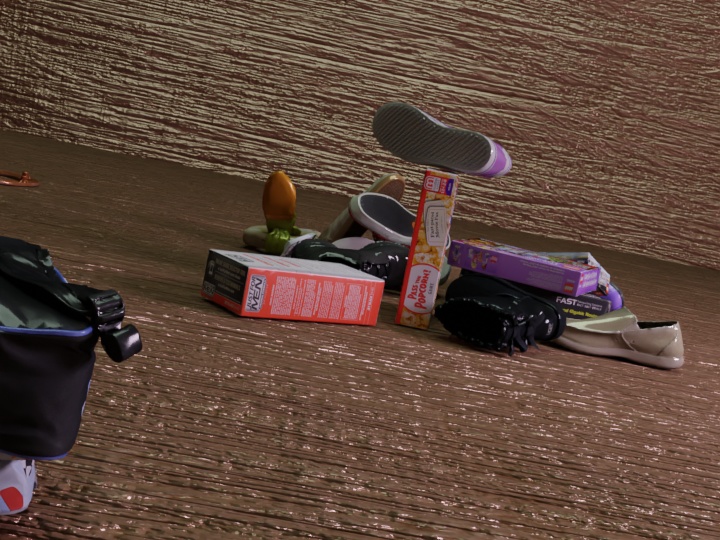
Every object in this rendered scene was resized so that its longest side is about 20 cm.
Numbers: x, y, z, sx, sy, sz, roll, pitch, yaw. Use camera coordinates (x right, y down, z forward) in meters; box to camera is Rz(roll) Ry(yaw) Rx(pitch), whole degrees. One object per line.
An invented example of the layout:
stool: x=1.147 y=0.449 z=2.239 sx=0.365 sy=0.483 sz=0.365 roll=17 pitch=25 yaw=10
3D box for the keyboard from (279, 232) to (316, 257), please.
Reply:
keyboard: x=-0.102 y=-0.028 z=1.671 sx=0.011 sy=0.056 sz=0.200 roll=32 pitch=9 yaw=4

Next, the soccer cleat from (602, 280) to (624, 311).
soccer cleat: x=0.371 y=0.037 z=1.918 sx=0.073 sy=0.069 sz=0.199 roll=-26 pitch=34 yaw=-37

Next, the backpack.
backpack: x=-0.240 y=0.041 z=0.597 sx=0.199 sy=0.155 sz=0.191 roll=15 pitch=14 yaw=-22

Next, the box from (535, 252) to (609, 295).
box: x=0.295 y=0.006 z=1.783 sx=0.199 sy=0.040 sz=0.137 roll=1 pitch=-14 yaw=28

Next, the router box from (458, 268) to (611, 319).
router box: x=0.257 y=0.045 z=1.638 sx=0.199 sy=0.063 sz=0.150 roll=11 pitch=7 yaw=-7

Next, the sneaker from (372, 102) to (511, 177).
sneaker: x=0.116 y=-0.172 z=1.510 sx=0.200 sy=0.073 sz=0.114 roll=27 pitch=11 yaw=28

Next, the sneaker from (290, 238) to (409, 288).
sneaker: x=0.000 y=0.000 z=1.604 sx=0.199 sy=0.076 sz=0.091 roll=-1 pitch=17 yaw=-16

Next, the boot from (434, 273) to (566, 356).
boot: x=0.155 y=0.054 z=1.409 sx=0.198 sy=0.074 sz=0.162 roll=18 pitch=13 yaw=38

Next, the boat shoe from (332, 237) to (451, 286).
boat shoe: x=0.044 y=-0.007 z=1.718 sx=0.199 sy=0.072 sz=0.069 roll=1 pitch=-22 yaw=4

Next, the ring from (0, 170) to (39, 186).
ring: x=-0.717 y=-0.190 z=2.081 sx=0.199 sy=0.019 sz=0.200 roll=11 pitch=8 yaw=-2

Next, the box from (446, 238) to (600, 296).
box: x=0.244 y=-0.007 z=1.608 sx=0.199 sy=0.039 sz=0.137 roll=15 pitch=9 yaw=22

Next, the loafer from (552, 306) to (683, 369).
loafer: x=0.343 y=0.081 z=1.474 sx=0.199 sy=0.069 sz=0.076 roll=11 pitch=7 yaw=0

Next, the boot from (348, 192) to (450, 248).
boot: x=0.029 y=-0.049 z=1.769 sx=0.199 sy=0.073 sz=0.144 roll=23 pitch=-39 yaw=-37

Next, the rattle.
rattle: x=-0.114 y=-0.097 z=1.873 sx=0.130 sy=0.144 sz=0.200 roll=-6 pitch=3 yaw=34

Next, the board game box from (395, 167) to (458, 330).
board game box: x=0.091 y=-0.034 z=1.446 sx=0.046 sy=0.201 sz=0.152 roll=11 pitch=7 yaw=4

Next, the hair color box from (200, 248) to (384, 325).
hair color box: x=-0.080 y=0.021 z=1.315 sx=0.199 sy=0.062 sz=0.101 roll=7 pitch=9 yaw=-37

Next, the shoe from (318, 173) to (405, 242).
shoe: x=-0.003 y=-0.094 z=1.789 sx=0.070 sy=0.200 sz=0.054 roll=12 pitch=40 yaw=-45
